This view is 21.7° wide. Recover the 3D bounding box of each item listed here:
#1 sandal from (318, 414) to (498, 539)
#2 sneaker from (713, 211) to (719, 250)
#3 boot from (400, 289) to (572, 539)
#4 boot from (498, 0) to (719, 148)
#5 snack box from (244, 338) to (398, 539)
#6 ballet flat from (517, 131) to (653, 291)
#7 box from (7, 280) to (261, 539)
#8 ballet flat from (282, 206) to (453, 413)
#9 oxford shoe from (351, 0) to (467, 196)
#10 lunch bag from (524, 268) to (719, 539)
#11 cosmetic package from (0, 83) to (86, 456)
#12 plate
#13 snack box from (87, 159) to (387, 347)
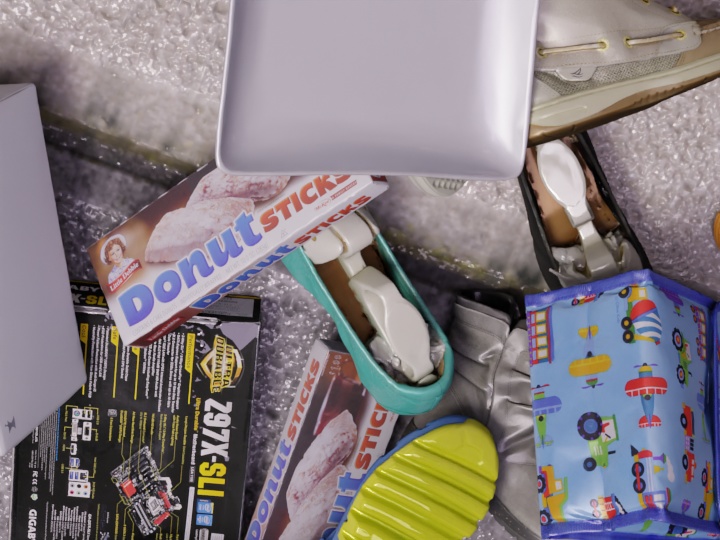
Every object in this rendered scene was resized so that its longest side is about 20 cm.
[{"bbox_3d":[0.012,0.170,1.220,0.079,0.087,0.200,40,99,-11],"label":"sandal"},{"bbox_3d":[0.319,0.020,1.221,0.199,0.077,0.079,28,105,-11],"label":"sneaker"},{"bbox_3d":[0.124,0.104,1.218,0.199,0.068,0.131,31,111,20],"label":"boot"},{"bbox_3d":[0.153,-0.174,1.149,0.199,0.072,0.156,-20,88,-20],"label":"boot"},{"bbox_3d":[-0.029,0.146,1.264,0.071,0.024,0.201,12,104,-32],"label":"snack box"},{"bbox_3d":[0.139,-0.027,1.206,0.068,0.068,0.201,-26,108,8],"label":"ballet flat"},{"bbox_3d":[-0.153,0.112,1.261,0.158,0.049,0.202,4,109,-5],"label":"box"},{"bbox_3d":[0.000,0.000,1.190,0.067,0.070,0.201,-35,96,-25],"label":"ballet flat"},{"bbox_3d":[0.014,-0.134,1.115,0.075,0.058,0.201,-45,119,-30],"label":"oxford shoe"},{"bbox_3d":[0.199,0.096,1.185,0.094,0.199,0.152,-14,72,38],"label":"lunch bag"},{"bbox_3d":[-0.293,-0.002,1.153,0.199,0.123,0.201,1,110,21],"label":"cosmetic package"},{"bbox_3d":[0.011,-0.153,1.051,0.198,0.032,0.202,-1,102,-27],"label":"plate"},{"bbox_3d":[-0.078,-0.032,1.158,0.199,0.024,0.072,-33,70,22],"label":"snack box"}]
